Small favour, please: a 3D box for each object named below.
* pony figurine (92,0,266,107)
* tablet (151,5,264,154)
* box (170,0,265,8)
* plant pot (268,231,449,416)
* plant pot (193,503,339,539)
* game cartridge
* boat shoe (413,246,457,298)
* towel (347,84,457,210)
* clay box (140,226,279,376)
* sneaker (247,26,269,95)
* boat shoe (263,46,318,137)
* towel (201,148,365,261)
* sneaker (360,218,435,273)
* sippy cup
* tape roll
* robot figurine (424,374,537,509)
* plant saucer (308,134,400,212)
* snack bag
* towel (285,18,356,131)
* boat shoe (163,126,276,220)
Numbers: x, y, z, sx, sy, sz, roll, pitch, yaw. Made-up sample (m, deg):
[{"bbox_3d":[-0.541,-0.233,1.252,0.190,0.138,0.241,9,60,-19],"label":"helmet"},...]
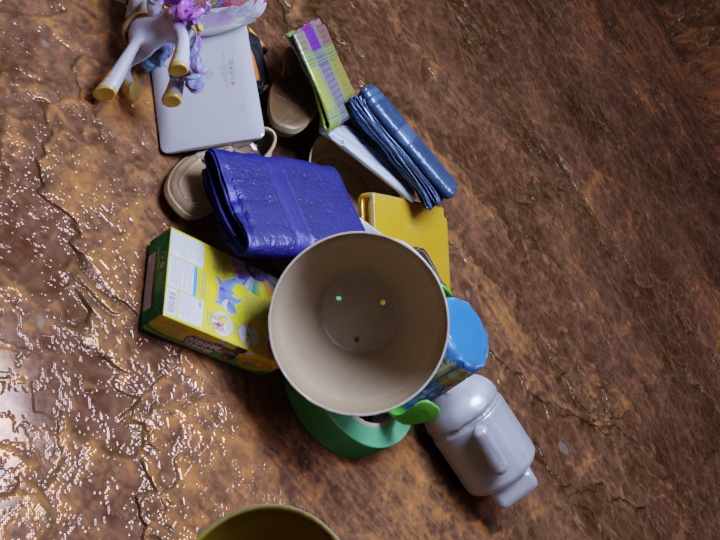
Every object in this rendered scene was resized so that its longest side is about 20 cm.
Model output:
[{"bbox_3d":[-0.224,-0.296,1.112,0.167,0.191,0.202,51,32,-54],"label":"pony figurine"},{"bbox_3d":[-0.197,-0.242,1.174,0.014,0.129,0.202,92,-13,-66],"label":"tablet"},{"bbox_3d":[-0.228,-0.417,1.255,0.199,0.094,0.104,16,54,-45],"label":"box"},{"bbox_3d":[-0.002,0.056,1.083,0.202,0.199,0.134,59,1,-2],"label":"plant pot"},{"bbox_3d":[-0.071,0.340,0.884,0.142,0.198,0.202,56,26,-56],"label":"plant pot"},{"bbox_3d":[0.067,-0.013,1.352,0.199,0.032,0.179,7,80,-55],"label":"game cartridge"},{"bbox_3d":[0.110,0.058,1.317,0.070,0.070,0.202,-39,115,-46],"label":"boat shoe"},{"bbox_3d":[0.060,-0.179,1.351,0.200,0.048,0.112,49,16,-4],"label":"towel"},{"bbox_3d":[-0.154,0.044,1.076,0.199,0.047,0.116,29,46,-38],"label":"clay box"},{"bbox_3d":[-0.155,-0.251,1.253,0.090,0.070,0.202,26,47,-36],"label":"sneaker"},{"bbox_3d":[-0.099,-0.236,1.311,0.071,0.072,0.201,17,40,-14],"label":"boat shoe"},{"bbox_3d":[-0.089,-0.071,1.123,0.199,0.050,0.149,2,55,-43],"label":"towel"},{"bbox_3d":[0.000,0.001,1.203,0.199,0.111,0.077,35,-15,25],"label":"sneaker"},{"bbox_3d":[0.086,0.100,1.181,0.139,0.130,0.180,4,64,-49],"label":"sippy cup"},{"bbox_3d":[-0.012,0.134,1.190,0.200,0.048,0.202,31,45,-36],"label":"tape roll"},{"bbox_3d":[0.162,0.226,1.285,0.201,0.112,0.170,56,-5,-8],"label":"robot figurine"},{"bbox_3d":[-0.013,-0.105,1.359,0.199,0.035,0.202,29,47,-36],"label":"plant saucer"},{"bbox_3d":[0.006,-0.191,1.381,0.188,0.021,0.201,36,23,-25],"label":"snack bag"},{"bbox_3d":[-0.050,-0.274,1.304,0.200,0.023,0.145,-65,133,-68],"label":"towel"},{"bbox_3d":[-0.171,-0.130,1.157,0.072,0.064,0.200,52,36,-12],"label":"boat shoe"}]
